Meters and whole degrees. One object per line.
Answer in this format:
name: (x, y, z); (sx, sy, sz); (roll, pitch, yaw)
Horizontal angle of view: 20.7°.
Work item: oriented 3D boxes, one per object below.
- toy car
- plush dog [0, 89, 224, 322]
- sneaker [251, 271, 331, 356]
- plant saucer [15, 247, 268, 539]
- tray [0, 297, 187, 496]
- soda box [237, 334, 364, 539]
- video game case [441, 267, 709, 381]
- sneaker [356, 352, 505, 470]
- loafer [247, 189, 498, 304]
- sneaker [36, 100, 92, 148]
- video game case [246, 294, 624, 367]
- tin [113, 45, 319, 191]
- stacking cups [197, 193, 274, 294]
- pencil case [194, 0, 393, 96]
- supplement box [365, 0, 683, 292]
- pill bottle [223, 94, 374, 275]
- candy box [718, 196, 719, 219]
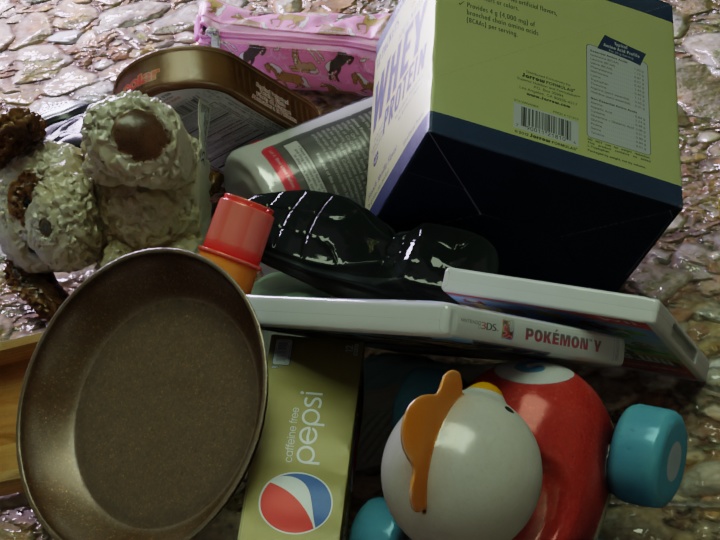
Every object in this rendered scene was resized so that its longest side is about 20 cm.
toy car: (0.073, 0.111, 1.168); (0.183, 0.200, 0.178); (9, 66, 27)
plush dog: (-0.202, -0.050, 1.500); (0.170, 0.202, 0.161); (0, 20, 10)
sneaker: (-0.107, 0.061, 1.429); (0.199, 0.074, 0.118); (-18, 14, 6)
plant saucer: (-0.131, 0.087, 1.240); (0.199, 0.037, 0.203); (-11, 69, 30)
tray: (-0.188, 0.089, 1.322); (0.198, 0.037, 0.100); (-13, 67, 29)
soda box: (-0.037, 0.139, 1.226); (0.063, 0.068, 0.201); (5, 49, 4)
video game case: (0.149, 0.038, 1.322); (0.142, 0.200, 0.018); (9, 79, 21)
sneaker: (0.045, 0.081, 1.356); (0.198, 0.074, 0.082); (-6, 39, 1)
loafer: (0.000, 0.000, 1.390); (0.198, 0.073, 0.073); (18, 52, 18)
sneaker: (-0.185, -0.107, 1.660); (0.198, 0.076, 0.114); (-18, 37, -5)
video game case: (0.038, 0.038, 1.267); (0.199, 0.023, 0.181); (2, -6, 43)
tin: (-0.112, -0.116, 1.570); (0.111, 0.199, 0.042); (-21, 61, 30)
stacking cups: (-0.108, 0.048, 1.333); (0.060, 0.202, 0.061); (18, 0, 0)
pencil case: (-0.050, -0.195, 1.746); (0.198, 0.083, 0.087); (7, 37, 18)
supplement box: (0.119, -0.111, 1.455); (0.198, 0.135, 0.201); (16, 51, -14)
pill bottle: (0.002, -0.075, 1.546); (0.199, 0.112, 0.111); (-23, 38, -20)
candy box: (0.387, -0.053, 1.520); (0.198, 0.027, 0.102); (15, 44, 28)
